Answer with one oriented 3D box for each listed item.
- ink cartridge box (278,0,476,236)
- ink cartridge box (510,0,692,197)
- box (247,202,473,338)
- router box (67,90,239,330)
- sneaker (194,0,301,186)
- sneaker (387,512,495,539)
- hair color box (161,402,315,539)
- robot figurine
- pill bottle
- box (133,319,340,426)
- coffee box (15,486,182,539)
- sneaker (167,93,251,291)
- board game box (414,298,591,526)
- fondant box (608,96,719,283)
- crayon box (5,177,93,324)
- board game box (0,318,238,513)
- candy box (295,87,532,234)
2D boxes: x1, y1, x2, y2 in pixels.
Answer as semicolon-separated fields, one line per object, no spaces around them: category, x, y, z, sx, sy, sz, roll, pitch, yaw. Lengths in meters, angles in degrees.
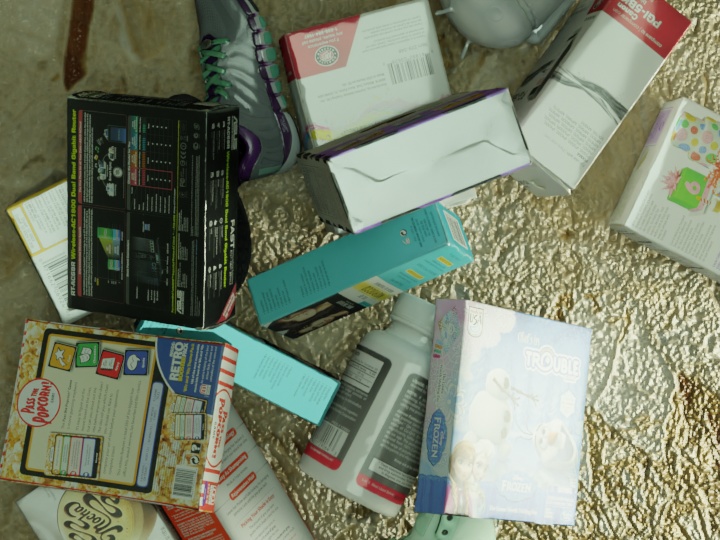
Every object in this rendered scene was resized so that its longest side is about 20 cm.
ink cartridge box;0.014;-0.148;1.585;0.146;0.086;0.202;-14;96;-8
ink cartridge box;0.214;-0.178;1.584;0.083;0.147;0.201;36;86;-8
box;0.000;0.000;1.545;0.199;0.082;0.050;-24;71;15
router box;-0.188;-0.055;1.467;0.149;0.062;0.202;8;103;24
sneaker;-0.125;-0.180;1.553;0.087;0.074;0.201;-27;97;-42
sneaker;0.039;0.266;1.598;0.199;0.074;0.119;-6;115;-18
hair color box;-0.126;0.227;1.566;0.061;0.101;0.201;-25;98;36
robot figurine;0.155;-0.297;1.587;0.200;0.113;0.170;-45;127;-6
pill bottle;0.031;0.128;1.585;0.110;0.111;0.201;28;86;-9
box;-0.120;0.080;1.575;0.199;0.082;0.049;28;88;-9
coffee box;-0.226;0.274;1.552;0.113;0.080;0.201;-31;86;-6
sneaker;-0.164;-0.068;1.528;0.082;0.072;0.202;-13;94;25
board game box;0.142;0.140;1.574;0.199;0.043;0.201;12;80;-44
fondant box;0.374;-0.067;1.660;0.199;0.058;0.145;26;88;-10
crayon box;-0.223;-0.048;1.569;0.199;0.052;0.127;-27;96;-6
board game box;-0.221;0.131;1.489;0.198;0.046;0.153;7;81;14
candy box;0.042;-0.099;1.448;0.167;0.200;0.072;-22;98;-7
